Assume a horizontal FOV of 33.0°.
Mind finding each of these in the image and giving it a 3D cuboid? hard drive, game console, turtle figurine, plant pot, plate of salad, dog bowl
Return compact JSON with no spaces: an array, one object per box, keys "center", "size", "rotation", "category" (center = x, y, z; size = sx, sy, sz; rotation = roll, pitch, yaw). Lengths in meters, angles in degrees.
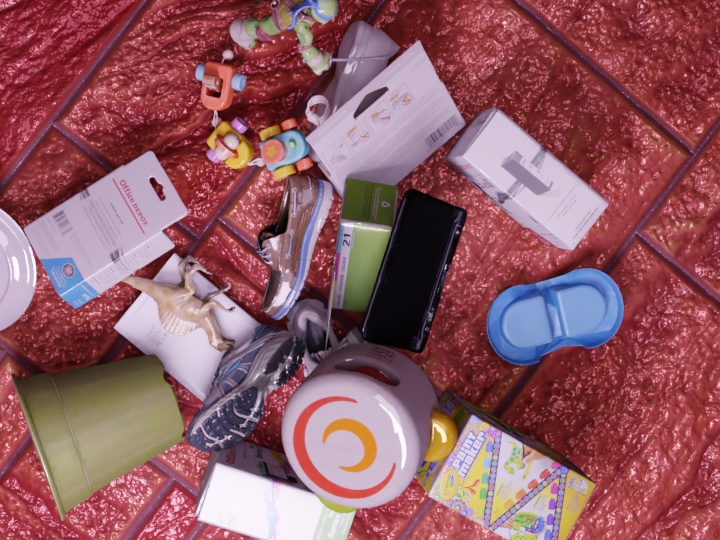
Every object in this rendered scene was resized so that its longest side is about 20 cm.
[{"center":[-0.220,0.091,1.677],"size":[0.200,0.027,0.132],"rotation":[40,88,-6],"category":"hard drive"},{"center":[0.055,-0.004,1.620],"size":[0.115,0.176,0.202],"rotation":[18,92,-18],"category":"game console"},{"center":[-0.067,-0.339,1.610],"size":[0.199,0.193,0.145],"rotation":[-33,122,-38],"category":"turtle figurine"},{"center":[-0.338,0.198,1.605],"size":[0.188,0.200,0.202],"rotation":[-20,96,-18],"category":"plant pot"},{"center":[-0.527,-0.009,1.622],"size":[0.198,0.048,0.202],"rotation":[1,111,3],"category":"plate of salad"},{"center":[0.269,0.063,1.720],"size":[0.198,0.050,0.113],"rotation":[-15,95,-6],"category":"dog bowl"}]

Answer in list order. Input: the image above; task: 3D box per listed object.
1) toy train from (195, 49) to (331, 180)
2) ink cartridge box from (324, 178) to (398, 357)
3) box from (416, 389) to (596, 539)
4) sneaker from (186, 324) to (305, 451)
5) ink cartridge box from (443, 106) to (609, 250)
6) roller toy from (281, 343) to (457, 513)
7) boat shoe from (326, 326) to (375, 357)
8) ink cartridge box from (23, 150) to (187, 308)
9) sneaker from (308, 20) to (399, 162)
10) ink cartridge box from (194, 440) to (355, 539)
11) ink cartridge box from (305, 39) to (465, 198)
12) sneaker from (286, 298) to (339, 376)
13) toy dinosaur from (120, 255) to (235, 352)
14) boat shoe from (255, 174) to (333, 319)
[{"center":[-0.146,-0.203,1.625],"size":[0.198,0.056,0.152],"rotation":[20,103,16],"category":"toy train"},{"center":[0.000,0.000,1.586],"size":[0.075,0.201,0.149],"rotation":[7,129,-2],"category":"ink cartridge box"},{"center":[0.184,0.272,1.646],"size":[0.192,0.200,0.123],"rotation":[30,90,-7],"category":"box"},{"center":[-0.163,0.155,1.628],"size":[0.200,0.086,0.078],"rotation":[-46,136,-17],"category":"sneaker"},{"center":[0.221,-0.124,1.655],"size":[0.200,0.144,0.084],"rotation":[40,89,-7],"category":"ink cartridge box"},{"center":[0.005,0.191,1.541],"size":[0.199,0.140,0.183],"rotation":[-28,97,26],"category":"roller toy"},{"center":[0.026,0.160,1.660],"size":[0.065,0.074,0.202],"rotation":[-38,128,-1],"category":"boat shoe"},{"center":[-0.329,-0.055,1.616],"size":[0.199,0.067,0.116],"rotation":[-32,71,-4],"category":"ink cartridge box"},{"center":[-0.004,-0.234,1.666],"size":[0.088,0.075,0.202],"rotation":[22,92,-24],"category":"sneaker"},{"center":[-0.114,0.303,1.639],"size":[0.198,0.145,0.085],"rotation":[19,96,-7],"category":"ink cartridge box"},{"center":[0.028,-0.195,1.630],"size":[0.200,0.045,0.176],"rotation":[-41,137,-4],"category":"ink cartridge box"},{"center":[-0.045,0.138,1.674],"size":[0.075,0.081,0.201],"rotation":[-25,97,-6],"category":"sneaker"},{"center":[-0.241,0.033,1.630],"size":[0.199,0.058,0.102],"rotation":[34,90,-7],"category":"toy dinosaur"},{"center":[-0.104,-0.035,1.650],"size":[0.072,0.072,0.202],"rotation":[17,94,-23],"category":"boat shoe"}]
